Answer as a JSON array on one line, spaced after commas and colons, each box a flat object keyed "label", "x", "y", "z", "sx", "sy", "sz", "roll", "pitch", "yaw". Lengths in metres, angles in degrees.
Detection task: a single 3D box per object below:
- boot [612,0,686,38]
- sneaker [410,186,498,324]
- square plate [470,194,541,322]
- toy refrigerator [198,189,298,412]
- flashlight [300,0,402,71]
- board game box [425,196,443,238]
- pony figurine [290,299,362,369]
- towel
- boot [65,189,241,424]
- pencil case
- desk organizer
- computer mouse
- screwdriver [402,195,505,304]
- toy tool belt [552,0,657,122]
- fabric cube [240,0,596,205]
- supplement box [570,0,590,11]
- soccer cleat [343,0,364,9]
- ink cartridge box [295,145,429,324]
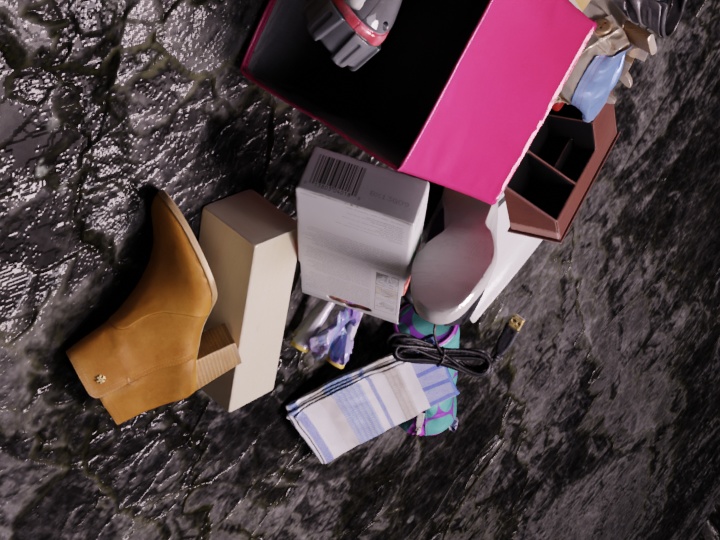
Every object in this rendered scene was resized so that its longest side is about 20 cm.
[{"label": "boot", "x": 0.305, "y": -0.295, "z": 1.435, "sx": 0.070, "sy": 0.131, "sz": 0.201, "roll": -43, "pitch": 149, "yaw": -21}, {"label": "sneaker", "x": 0.097, "y": -0.002, "z": 1.160, "sx": 0.201, "sy": 0.074, "sz": 0.089, "roll": -66, "pitch": 155, "yaw": -49}, {"label": "square plate", "x": 0.178, "y": -0.050, "z": 1.603, "sx": 0.199, "sy": 0.028, "sz": 0.200, "roll": -49, "pitch": 150, "yaw": -9}, {"label": "toy refrigerator", "x": -0.115, "y": 0.030, "z": 1.209, "sx": 0.070, "sy": 0.076, "sz": 0.202, "roll": -25, "pitch": 138, "yaw": -41}, {"label": "flashlight", "x": 0.044, "y": -0.242, "z": 0.957, "sx": 0.199, "sy": 0.068, "sz": 0.068, "roll": -39, "pitch": 161, "yaw": 21}, {"label": "board game box", "x": 0.135, "y": -0.107, "z": 1.398, "sx": 0.135, "sy": 0.034, "sz": 0.202, "roll": -95, "pitch": -150, "yaw": -72}, {"label": "pony figurine", "x": 0.000, "y": 0.000, "z": 1.301, "sx": 0.201, "sy": 0.165, "sz": 0.193, "roll": -60, "pitch": -178, "yaw": 2}, {"label": "towel", "x": 0.017, "y": 0.159, "z": 1.497, "sx": 0.198, "sy": 0.024, "sz": 0.147, "roll": -26, "pitch": 142, "yaw": 0}, {"label": "boot", "x": -0.197, "y": 0.040, "z": 1.111, "sx": 0.143, "sy": 0.071, "sz": 0.203, "roll": -24, "pitch": 122, "yaw": -12}, {"label": "pencil case", "x": 0.084, "y": 0.127, "z": 1.585, "sx": 0.201, "sy": 0.084, "sz": 0.093, "roll": 86, "pitch": 16, "yaw": -47}, {"label": "desk organizer", "x": 0.245, "y": -0.135, "z": 1.512, "sx": 0.201, "sy": 0.071, "sz": 0.077, "roll": -57, "pitch": 147, "yaw": -32}, {"label": "computer mouse", "x": 0.123, "y": 0.030, "z": 1.350, "sx": 0.139, "sy": 0.046, "sz": 0.202, "roll": 16, "pitch": 109, "yaw": -13}, {"label": "screwdriver", "x": 0.124, "y": -0.033, "z": 1.488, "sx": 0.200, "sy": 0.029, "sz": 0.028, "roll": -43, "pitch": 118, "yaw": -4}, {"label": "toy tool belt", "x": 0.259, "y": -0.225, "z": 1.407, "sx": 0.125, "sy": 0.122, "sz": 0.201, "roll": -54, "pitch": 166, "yaw": -24}, {"label": "fabric cube", "x": 0.054, "y": -0.200, "z": 1.100, "sx": 0.199, "sy": 0.199, "sz": 0.198, "roll": 9, "pitch": 112, "yaw": -60}, {"label": "supplement box", "x": 0.149, "y": -0.264, "z": 1.276, "sx": 0.201, "sy": 0.073, "sz": 0.126, "roll": -55, "pitch": 138, "yaw": 0}, {"label": "soccer cleat", "x": 0.060, "y": -0.243, "z": 0.852, "sx": 0.199, "sy": 0.069, "sz": 0.078, "roll": -29, "pitch": 147, "yaw": -26}, {"label": "ink cartridge box", "x": -0.001, "y": -0.027, "z": 1.149, "sx": 0.201, "sy": 0.108, "sz": 0.051, "roll": 93, "pitch": 17, "yaw": -63}]
